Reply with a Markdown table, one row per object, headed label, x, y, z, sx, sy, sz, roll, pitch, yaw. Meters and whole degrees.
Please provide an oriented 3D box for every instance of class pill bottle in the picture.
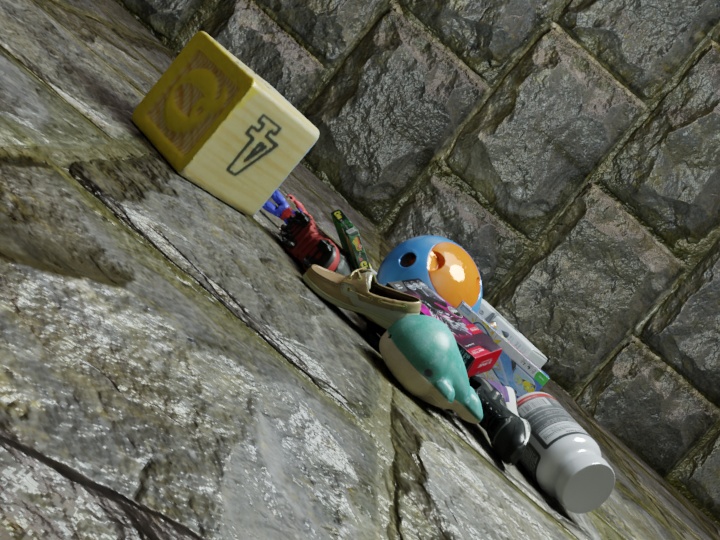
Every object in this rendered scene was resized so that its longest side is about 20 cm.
| label | x | y | z | sx | sy | sz | roll | pitch | yaw |
| --- | --- | --- | --- | --- | --- | --- | --- | --- | --- |
| pill bottle | 0.319 | 0.295 | 1.601 | 0.116 | 0.116 | 0.200 | 37 | 8 | -32 |

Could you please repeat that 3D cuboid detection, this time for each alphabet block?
| label | x | y | z | sx | sy | sz | roll | pitch | yaw |
| --- | --- | --- | --- | --- | --- | --- | --- | --- | --- |
| alphabet block | -0.226 | -0.244 | 1.661 | 0.195 | 0.197 | 0.200 | 44 | 7 | 37 |

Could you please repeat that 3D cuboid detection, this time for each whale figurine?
| label | x | y | z | sx | sy | sz | roll | pitch | yaw |
| --- | --- | --- | --- | --- | --- | --- | --- | --- | --- |
| whale figurine | 0.121 | 0.145 | 1.478 | 0.200 | 0.104 | 0.159 | 40 | 9 | -22 |

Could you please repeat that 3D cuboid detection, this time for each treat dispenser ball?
| label | x | y | z | sx | sy | sz | roll | pitch | yaw |
| --- | --- | --- | --- | --- | --- | --- | --- | --- | --- |
| treat dispenser ball | 0.125 | 0.036 | 1.820 | 0.200 | 0.201 | 0.201 | 40 | 6 | -5 |

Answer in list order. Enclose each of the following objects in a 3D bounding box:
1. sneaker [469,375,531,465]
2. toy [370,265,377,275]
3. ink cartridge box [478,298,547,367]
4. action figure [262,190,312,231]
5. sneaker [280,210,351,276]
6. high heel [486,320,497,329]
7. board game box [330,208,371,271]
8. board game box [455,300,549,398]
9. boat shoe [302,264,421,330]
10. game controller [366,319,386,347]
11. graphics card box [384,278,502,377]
| label | x | y | z | sx | sy | sz | roll | pitch | yaw |
| --- | --- | --- | --- | --- | --- | --- | --- | --- | --- |
| sneaker | 0.203 | 0.233 | 1.550 | 0.087 | 0.076 | 0.200 | 27 | 15 | -13 |
| toy | 0.011 | 0.013 | 2.003 | 0.115 | 0.047 | 0.200 | 37 | 3 | -9 |
| ink cartridge box | 0.249 | 0.161 | 1.973 | 0.200 | 0.146 | 0.084 | 45 | 9 | 37 |
| action figure | -0.158 | -0.123 | 1.840 | 0.200 | 0.065 | 0.099 | 41 | -2 | 11 |
| sneaker | -0.074 | -0.032 | 1.699 | 0.098 | 0.071 | 0.200 | 41 | 4 | -37 |
| high heel | 0.247 | 0.186 | 1.791 | 0.200 | 0.143 | 0.071 | 37 | 6 | -31 |
| board game box | 0.000 | 0.000 | 1.710 | 0.105 | 0.023 | 0.201 | -123 | -167 | -59 |
| board game box | 0.209 | 0.169 | 1.712 | 0.200 | 0.136 | 0.034 | 41 | 7 | 5 |
| boat shoe | 0.006 | 0.031 | 1.566 | 0.199 | 0.067 | 0.074 | 25 | 20 | 5 |
| game controller | 0.088 | 0.144 | 1.589 | 0.200 | 0.042 | 0.104 | 40 | 6 | -8 |
| graphics card box | 0.130 | 0.094 | 1.636 | 0.200 | 0.051 | 0.125 | 40 | 21 | 22 |
